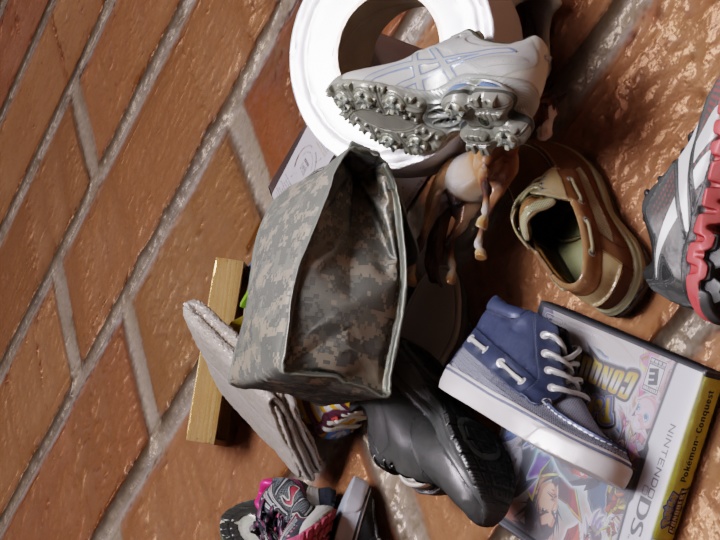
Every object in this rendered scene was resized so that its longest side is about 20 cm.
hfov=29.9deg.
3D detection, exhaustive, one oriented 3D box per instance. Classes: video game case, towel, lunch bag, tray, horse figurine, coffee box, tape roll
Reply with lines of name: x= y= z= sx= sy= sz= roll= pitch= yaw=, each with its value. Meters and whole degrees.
video game case: x=0.176 y=0.136 z=1.033 sx=0.199 sy=0.025 sz=0.183 roll=25 pitch=100 yaw=58
towel: x=-0.108 y=0.118 z=1.354 sx=0.200 sy=0.034 sz=0.134 roll=39 pitch=156 yaw=45
lunch bag: x=-0.028 y=0.005 z=1.134 sx=0.164 sy=0.116 sz=0.203 roll=158 pitch=123 yaw=-67
tray: x=-0.158 y=0.094 z=1.519 sx=0.099 sy=0.036 sz=0.203 roll=75 pitch=-156 yaw=-81
horse figurine: x=0.091 y=-0.059 z=1.106 sx=0.200 sy=0.049 sz=0.134 roll=134 pitch=155 yaw=-60
coffee box: x=0.007 y=-0.121 z=1.315 sx=0.201 sy=0.112 sz=0.080 roll=-56 pitch=37 yaw=28
tape roll: x=0.038 y=-0.183 z=1.164 sx=0.200 sy=0.071 sz=0.206 roll=0 pitch=89 yaw=28

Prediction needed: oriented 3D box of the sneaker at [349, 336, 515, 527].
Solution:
sneaker: x=0.056 y=0.144 z=1.108 sx=0.091 sy=0.075 sz=0.201 roll=-51 pitch=41 yaw=15

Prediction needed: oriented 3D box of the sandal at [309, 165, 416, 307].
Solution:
sandal: x=-0.001 y=0.000 z=1.253 sx=0.076 sy=0.043 sz=0.202 roll=-30 pitch=90 yaw=32

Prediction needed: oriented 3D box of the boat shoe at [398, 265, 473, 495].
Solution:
boat shoe: x=0.069 y=0.099 z=1.193 sx=0.066 sy=0.057 sz=0.203 roll=-7 pitch=68 yaw=35

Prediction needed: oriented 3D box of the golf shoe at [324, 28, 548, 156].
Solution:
golf shoe: x=0.065 y=-0.148 z=1.083 sx=0.198 sy=0.079 sz=0.098 roll=9 pitch=58 yaw=37

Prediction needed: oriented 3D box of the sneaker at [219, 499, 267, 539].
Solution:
sneaker: x=-0.072 y=0.322 z=1.337 sx=0.201 sy=0.076 sz=0.089 roll=54 pitch=161 yaw=40

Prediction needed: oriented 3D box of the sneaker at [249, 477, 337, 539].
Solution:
sneaker: x=-0.067 y=0.242 z=1.254 sx=0.200 sy=0.074 sz=0.082 roll=-166 pitch=95 yaw=-87

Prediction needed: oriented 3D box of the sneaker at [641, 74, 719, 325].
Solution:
sneaker: x=0.247 y=-0.066 z=0.954 sx=0.097 sy=0.070 sz=0.204 roll=11 pitch=89 yaw=56

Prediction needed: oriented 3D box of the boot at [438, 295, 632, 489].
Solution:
boot: x=0.142 y=0.086 z=1.021 sx=0.199 sy=0.072 sz=0.091 roll=28 pitch=88 yaw=49

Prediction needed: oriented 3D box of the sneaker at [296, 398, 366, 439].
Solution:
sneaker: x=-0.008 y=0.124 z=1.296 sx=0.199 sy=0.074 sz=0.092 roll=-163 pitch=79 yaw=-64

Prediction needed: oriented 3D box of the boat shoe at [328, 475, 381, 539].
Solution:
boat shoe: x=0.000 y=0.275 z=1.218 sx=0.200 sy=0.067 sz=0.074 roll=-79 pitch=9 yaw=-55

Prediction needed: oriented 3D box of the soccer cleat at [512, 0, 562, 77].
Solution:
soccer cleat: x=0.124 y=-0.157 z=1.184 sx=0.086 sy=0.069 sz=0.203 roll=10 pitch=87 yaw=57

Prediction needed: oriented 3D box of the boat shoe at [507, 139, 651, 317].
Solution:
boat shoe: x=0.160 y=-0.045 z=1.081 sx=0.076 sy=0.073 sz=0.201 roll=-60 pitch=36 yaw=24

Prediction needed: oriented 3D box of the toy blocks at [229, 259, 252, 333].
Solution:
toy blocks: x=-0.076 y=0.000 z=1.435 sx=0.201 sy=0.099 sz=0.138 roll=124 pitch=157 yaw=-45
